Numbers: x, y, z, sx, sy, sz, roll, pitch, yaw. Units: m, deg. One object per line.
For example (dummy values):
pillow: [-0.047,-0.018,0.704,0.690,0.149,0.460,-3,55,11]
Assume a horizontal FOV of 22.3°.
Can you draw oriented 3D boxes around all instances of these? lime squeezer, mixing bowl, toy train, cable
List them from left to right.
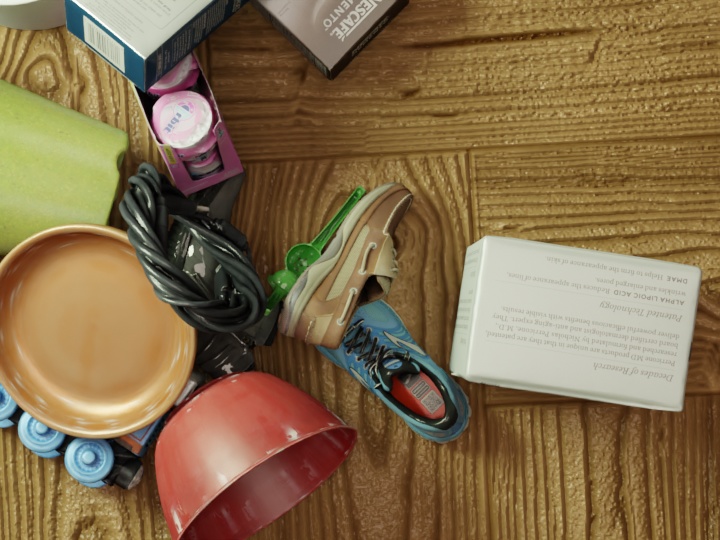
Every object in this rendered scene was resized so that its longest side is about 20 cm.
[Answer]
toy train: [-0.278,0.124,1.728,0.200,0.087,0.114,33,79,3]
cable: [-0.147,-0.019,1.606,0.051,0.200,0.163,-35,106,15]
mixing bowl: [-0.115,0.165,1.684,0.200,0.200,0.108,-37,71,-2]
lime squeezer: [-0.054,-0.001,1.726,0.038,0.071,0.200,50,45,-12]

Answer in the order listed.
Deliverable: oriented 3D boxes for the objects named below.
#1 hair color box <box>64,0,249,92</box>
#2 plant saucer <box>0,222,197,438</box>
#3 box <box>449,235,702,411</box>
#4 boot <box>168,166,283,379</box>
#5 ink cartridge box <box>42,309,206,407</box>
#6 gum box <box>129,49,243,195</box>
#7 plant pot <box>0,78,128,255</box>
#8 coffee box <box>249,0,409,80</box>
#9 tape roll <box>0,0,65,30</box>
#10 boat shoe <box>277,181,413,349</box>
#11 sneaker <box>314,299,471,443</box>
hair color box: [-0.159,-0.261,1.632,0.100,0.061,0.200,40,66,12]
plant saucer: [-0.241,0.052,1.649,0.200,0.037,0.200,3,105,9]
box: [0.191,0.049,1.675,0.200,0.199,0.131,9,88,-1]
boot: [-0.127,0.004,1.746,0.132,0.070,0.200,31,78,-15]
ink cartridge box: [-0.238,0.060,1.721,0.200,0.095,0.037,36,90,1]
gum box: [-0.177,-0.175,1.692,0.066,0.114,0.200,-23,68,-2]
plant pot: [-0.319,-0.089,1.694,0.184,0.200,0.201,15,88,-12]
coffee box: [-0.061,-0.293,1.745,0.200,0.080,0.114,43,88,1]
tape roll: [-0.320,-0.336,1.715,0.202,0.139,0.203,0,87,0]
boat shoe: [0.000,0.000,1.710,0.072,0.076,0.200,30,60,11]
sneaker: [0.026,0.081,1.726,0.200,0.090,0.078,40,88,5]
